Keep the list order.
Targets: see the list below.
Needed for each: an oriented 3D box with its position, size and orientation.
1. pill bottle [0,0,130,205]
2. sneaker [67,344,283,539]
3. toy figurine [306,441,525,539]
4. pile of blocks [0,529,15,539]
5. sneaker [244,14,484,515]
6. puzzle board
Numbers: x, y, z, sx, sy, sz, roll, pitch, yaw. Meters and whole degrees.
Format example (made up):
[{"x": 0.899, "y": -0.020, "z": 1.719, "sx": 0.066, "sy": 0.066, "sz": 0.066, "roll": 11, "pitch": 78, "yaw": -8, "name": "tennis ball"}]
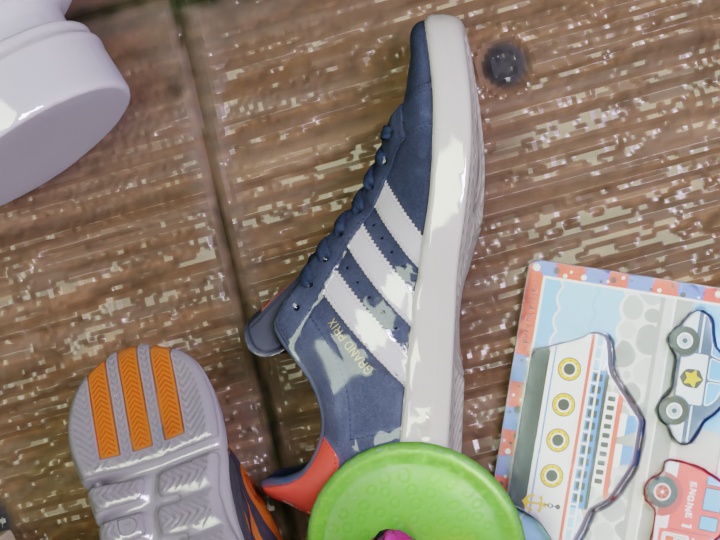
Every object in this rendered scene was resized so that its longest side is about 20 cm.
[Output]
[{"x": -0.181, "y": -0.126, "z": 0.974, "sx": 0.120, "sy": 0.120, "sz": 0.200, "roll": -35, "pitch": 80, "yaw": 8, "name": "pill bottle"}, {"x": -0.053, "y": 0.133, "z": 0.923, "sx": 0.077, "sy": 0.112, "sz": 0.200, "roll": -13, "pitch": 58, "yaw": 10, "name": "sneaker"}, {"x": 0.026, "y": 0.177, "z": 0.847, "sx": 0.150, "sy": 0.184, "sz": 0.200, "roll": -19, "pitch": 99, "yaw": 16, "name": "toy figurine"}, {"x": -0.148, "y": 0.142, "z": 0.984, "sx": 0.200, "sy": 0.062, "sz": 0.082, "roll": 40, "pitch": 124, "yaw": 11, "name": "pile of blocks"}, {"x": 0.000, "y": 0.000, "z": 0.947, "sx": 0.084, "sy": 0.075, "sz": 0.200, "roll": 5, "pitch": 88, "yaw": 9, "name": "sneaker"}, {"x": 0.121, "y": 0.105, "z": 0.943, "sx": 0.150, "sy": 0.017, "sz": 0.200, "roll": 9, "pitch": 88, "yaw": 13, "name": "puzzle board"}]
